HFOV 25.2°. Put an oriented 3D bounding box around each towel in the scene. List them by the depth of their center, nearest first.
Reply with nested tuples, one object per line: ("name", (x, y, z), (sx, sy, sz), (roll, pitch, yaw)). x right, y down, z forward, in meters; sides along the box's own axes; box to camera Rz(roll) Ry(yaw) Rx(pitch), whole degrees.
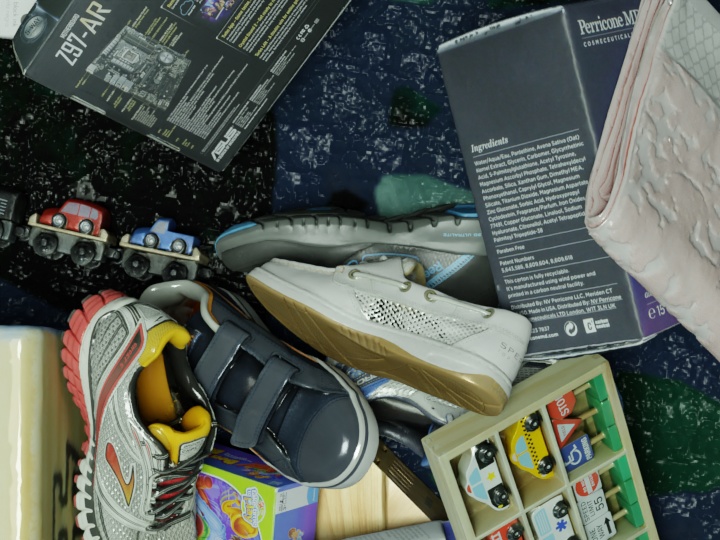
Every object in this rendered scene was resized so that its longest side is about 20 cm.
("towel", (0.216, -0.049, 0.957), (0.200, 0.032, 0.193), (39, 57, -32))

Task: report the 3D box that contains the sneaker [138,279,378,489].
("sneaker", (-0.074, 0.072, 1.028), (0.199, 0.079, 0.079), (35, 102, 41))

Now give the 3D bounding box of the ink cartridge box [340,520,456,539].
("ink cartridge box", (0.012, 0.266, 1.027), (0.197, 0.043, 0.199), (-8, 104, -16))

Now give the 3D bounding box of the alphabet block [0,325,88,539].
("alphabet block", (-0.268, 0.141, 1.038), (0.193, 0.196, 0.203), (0, 85, 9))

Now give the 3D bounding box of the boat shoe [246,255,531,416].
("boat shoe", (0.019, 0.025, 1.001), (0.198, 0.071, 0.070), (21, 70, 31))

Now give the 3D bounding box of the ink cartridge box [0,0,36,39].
("ink cartridge box", (-0.162, -0.207, 1.072), (0.197, 0.067, 0.118), (6, 96, 7))

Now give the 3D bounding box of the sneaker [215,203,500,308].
("sneaker", (0.000, 0.000, 1.067), (0.197, 0.073, 0.083), (1, 100, 10))

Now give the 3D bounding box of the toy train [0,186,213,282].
("toy train", (-0.194, -0.027, 1.111), (0.197, 0.034, 0.046), (13, 84, 7))

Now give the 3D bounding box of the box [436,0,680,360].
("box", (0.149, -0.063, 0.989), (0.104, 0.147, 0.203), (-11, 96, 45))

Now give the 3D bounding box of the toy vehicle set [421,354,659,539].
("toy vehicle set", (0.123, 0.161, 1.023), (0.123, 0.026, 0.202), (-28, 119, -14))

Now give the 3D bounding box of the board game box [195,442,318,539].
("board game box", (-0.098, 0.221, 1.076), (0.133, 0.045, 0.203), (12, 101, 37))

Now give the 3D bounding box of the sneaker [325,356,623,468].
("sneaker", (0.071, 0.095, 1.045), (0.197, 0.086, 0.078), (6, 133, 5))

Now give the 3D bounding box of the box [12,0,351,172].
("box", (-0.095, -0.175, 0.993), (0.159, 0.044, 0.201), (24, 113, -37))

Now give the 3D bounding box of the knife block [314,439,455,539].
("knife block", (-0.024, 0.204, 1.091), (0.200, 0.064, 0.176), (44, 98, 2))

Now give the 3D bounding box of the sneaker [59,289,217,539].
("sneaker", (-0.131, 0.115, 0.995), (0.081, 0.078, 0.202), (11, 118, 39))
